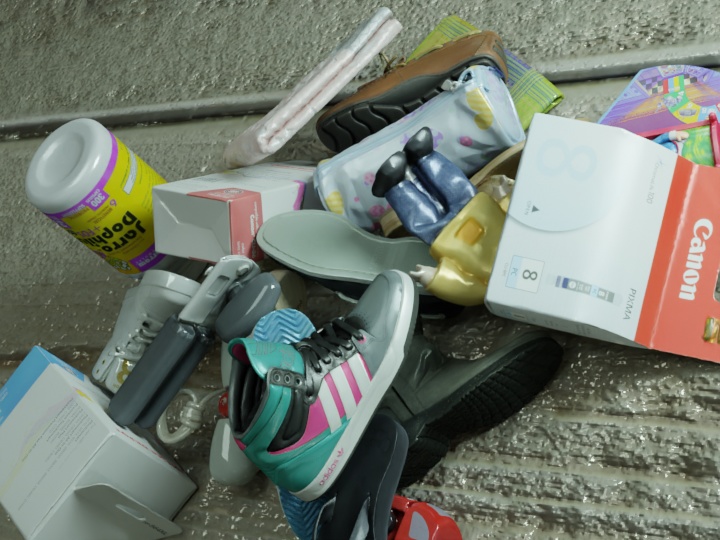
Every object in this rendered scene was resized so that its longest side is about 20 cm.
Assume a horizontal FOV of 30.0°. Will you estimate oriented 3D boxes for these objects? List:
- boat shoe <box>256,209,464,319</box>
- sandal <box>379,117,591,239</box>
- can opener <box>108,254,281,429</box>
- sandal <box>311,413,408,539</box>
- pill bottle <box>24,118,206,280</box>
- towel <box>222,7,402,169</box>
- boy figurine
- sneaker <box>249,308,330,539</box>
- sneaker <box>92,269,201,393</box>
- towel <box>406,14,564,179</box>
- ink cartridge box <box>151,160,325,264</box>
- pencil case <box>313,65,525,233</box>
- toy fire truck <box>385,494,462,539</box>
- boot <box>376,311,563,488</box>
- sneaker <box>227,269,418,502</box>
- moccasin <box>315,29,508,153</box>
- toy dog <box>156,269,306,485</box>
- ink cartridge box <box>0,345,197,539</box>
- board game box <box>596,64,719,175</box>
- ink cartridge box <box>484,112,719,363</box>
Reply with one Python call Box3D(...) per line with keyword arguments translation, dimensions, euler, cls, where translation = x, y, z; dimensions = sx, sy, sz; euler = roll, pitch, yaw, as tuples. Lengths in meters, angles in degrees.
Box3D(translation=(0.000, 0.000, 1.204), dimensions=(0.198, 0.061, 0.076), euler=(17, 54, 22), cls="boat shoe")
Box3D(translation=(0.122, -0.056, 1.197), dimensions=(0.210, 0.078, 0.070), euler=(-25, 73, 15), cls="sandal")
Box3D(translation=(-0.153, 0.068, 1.211), dimensions=(0.200, 0.052, 0.067), euler=(-49, 52, 17), cls="can opener")
Box3D(translation=(-0.012, 0.205, 1.052), dimensions=(0.075, 0.043, 0.202), euler=(-12, 56, 34), cls="sandal")
Box3D(translation=(-0.240, -0.059, 1.376), dimensions=(0.103, 0.200, 0.105), euler=(-20, 50, 26), cls="pill bottle")
Box3D(translation=(-0.054, -0.176, 1.344), dimensions=(0.191, 0.032, 0.200), euler=(-45, 9, -11), cls="towel")
Box3D(translation=(0.095, -0.021, 1.125), dimensions=(0.124, 0.065, 0.200), euler=(-39, 75, -16), cls="boy figurine")
Box3D(translation=(-0.049, 0.135, 1.157), dimensions=(0.076, 0.081, 0.202), euler=(-10, 85, -11), cls="sneaker")
Box3D(translation=(-0.206, 0.069, 1.321), dimensions=(0.200, 0.073, 0.117), euler=(-29, 40, 67), cls="sneaker")
Box3D(translation=(0.095, -0.165, 1.318), dimensions=(0.144, 0.023, 0.200), euler=(-47, 44, 0), cls="towel")
Box3D(translation=(-0.090, -0.060, 1.311), dimensions=(0.116, 0.199, 0.068), euler=(11, 110, 41), cls="ink cartridge box")
Box3D(translation=(0.053, -0.107, 1.231), dimensions=(0.199, 0.090, 0.084), euler=(-31, 58, 25), cls="pencil case")
Box3D(translation=(0.044, 0.280, 1.026), dimensions=(0.140, 0.049, 0.202), euler=(9, 66, 41), cls="toy fire truck")
Box3D(translation=(0.063, 0.078, 1.131), dimensions=(0.199, 0.068, 0.131), euler=(-37, 51, 14), cls="boot")
Box3D(translation=(-0.043, 0.071, 1.074), dimensions=(0.083, 0.120, 0.202), euler=(13, 74, 60), cls="sneaker")
Box3D(translation=(0.047, -0.173, 1.295), dimensions=(0.200, 0.074, 0.078), euler=(-30, 33, 23), cls="moccasin")
Box3D(translation=(-0.093, 0.096, 1.253), dimensions=(0.131, 0.096, 0.202), euler=(23, 91, 42), cls="toy dog")
Box3D(translation=(-0.263, 0.190, 1.270), dimensions=(0.126, 0.128, 0.200), euler=(-51, 43, -3), cls="ink cartridge box")
Box3D(translation=(0.245, -0.088, 1.107), dimensions=(0.158, 0.039, 0.200), euler=(39, 88, 33), cls="board game box")
Box3D(translation=(0.211, -0.025, 1.047), dimensions=(0.198, 0.047, 0.162), euler=(12, 76, 18), cls="ink cartridge box")
